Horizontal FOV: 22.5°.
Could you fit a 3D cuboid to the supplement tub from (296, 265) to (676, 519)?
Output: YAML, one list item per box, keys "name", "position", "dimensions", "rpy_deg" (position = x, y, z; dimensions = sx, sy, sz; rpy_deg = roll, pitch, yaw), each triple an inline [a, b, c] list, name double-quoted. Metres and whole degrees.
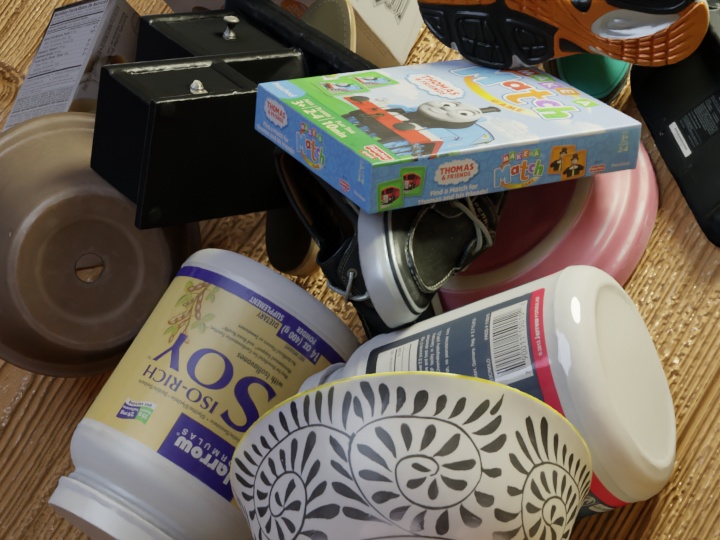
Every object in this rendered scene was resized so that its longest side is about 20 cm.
- name: "supplement tub"
  position: [0.074, 0.091, 1.075]
  dimensions: [0.199, 0.140, 0.141]
  rpy_deg: [-21, 46, 25]

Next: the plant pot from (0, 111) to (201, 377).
- name: "plant pot"
  position: [-0.201, -0.011, 1.306]
  dimensions: [0.201, 0.200, 0.175]
  rpy_deg: [-49, 16, -5]

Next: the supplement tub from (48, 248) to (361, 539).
- name: "supplement tub"
  position: [-0.103, 0.103, 1.208]
  dimensions: [0.145, 0.145, 0.201]
  rpy_deg: [15, 67, 45]

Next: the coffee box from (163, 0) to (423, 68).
- name: "coffee box"
  position: [-0.053, -0.297, 1.459]
  dimensions: [0.197, 0.200, 0.201]
  rpy_deg: [3, 59, 41]

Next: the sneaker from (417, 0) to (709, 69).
- name: "sneaker"
  position: [0.138, -0.182, 1.222]
  dimensions: [0.198, 0.076, 0.092]
  rpy_deg: [9, 27, 13]

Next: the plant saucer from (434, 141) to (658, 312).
- name: "plant saucer"
  position: [0.103, -0.036, 1.228]
  dimensions: [0.199, 0.051, 0.202]
  rpy_deg: [-22, 44, 23]

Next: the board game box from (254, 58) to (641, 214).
- name: "board game box"
  position: [0.054, -0.092, 1.153]
  dimensions: [0.198, 0.037, 0.151]
  rpy_deg: [-10, 28, -29]

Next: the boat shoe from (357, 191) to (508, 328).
- name: "boat shoe"
  position: [0.050, -0.033, 1.134]
  dimensions: [0.070, 0.073, 0.200]
  rpy_deg: [-16, 23, 21]

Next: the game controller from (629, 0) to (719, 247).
- name: "game controller"
  position: [0.242, -0.101, 1.184]
  dimensions: [0.104, 0.042, 0.201]
  rpy_deg: [-44, 38, 23]

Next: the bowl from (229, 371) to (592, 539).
- name: "bowl"
  position: [0.028, 0.149, 0.961]
  dimensions: [0.199, 0.201, 0.095]
  rpy_deg: [-22, 46, 24]

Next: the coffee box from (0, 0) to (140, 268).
- name: "coffee box"
  position: [-0.228, -0.117, 1.521]
  dimensions: [0.079, 0.114, 0.201]
  rpy_deg: [-8, 51, 35]

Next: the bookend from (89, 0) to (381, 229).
- name: "bookend"
  position: [-0.116, -0.123, 1.275]
  dimensions: [0.200, 0.197, 0.093]
  rpy_deg: [37, 126, 42]

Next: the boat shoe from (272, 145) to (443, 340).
- name: "boat shoe"
  position: [0.000, 0.000, 1.200]
  dimensions: [0.067, 0.202, 0.072]
  rpy_deg: [-19, -4, -39]

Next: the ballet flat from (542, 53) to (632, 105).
- name: "ballet flat"
  position: [0.162, -0.178, 1.297]
  dimensions: [0.064, 0.067, 0.201]
  rpy_deg: [-50, 20, 53]

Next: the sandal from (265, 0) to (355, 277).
- name: "sandal"
  position: [-0.021, -0.097, 1.376]
  dimensions: [0.077, 0.069, 0.214]
  rpy_deg: [2, 81, 43]
